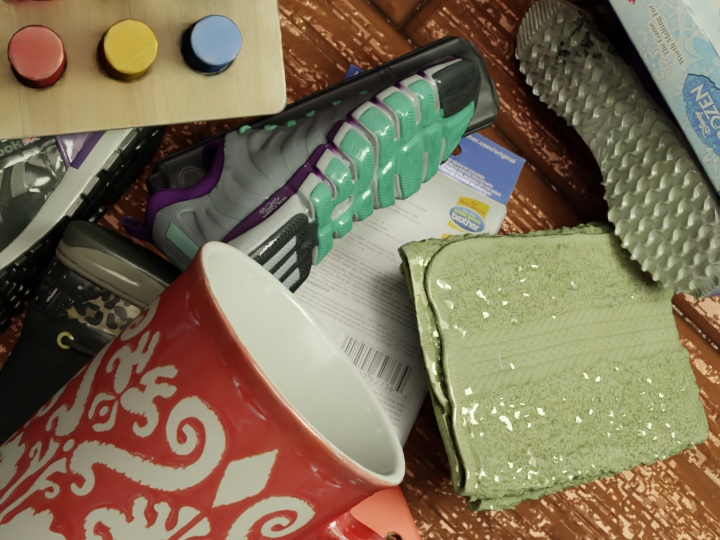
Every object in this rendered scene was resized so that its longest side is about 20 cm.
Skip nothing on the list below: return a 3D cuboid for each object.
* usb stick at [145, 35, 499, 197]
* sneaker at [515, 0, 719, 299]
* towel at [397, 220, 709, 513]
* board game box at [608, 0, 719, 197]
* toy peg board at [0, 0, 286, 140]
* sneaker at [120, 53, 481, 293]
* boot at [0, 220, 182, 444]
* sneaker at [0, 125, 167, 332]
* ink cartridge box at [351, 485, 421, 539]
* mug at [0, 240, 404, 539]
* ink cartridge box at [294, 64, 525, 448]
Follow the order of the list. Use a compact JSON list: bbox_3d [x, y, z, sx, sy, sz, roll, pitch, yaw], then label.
[{"bbox_3d":[-0.017,-0.069,0.898,0.200,0.033,0.055,-25,92,-18],"label":"usb stick"},{"bbox_3d":[0.177,-0.078,0.958,0.099,0.070,0.200,-8,61,-39],"label":"sneaker"},{"bbox_3d":[0.110,0.046,0.913,0.200,0.036,0.148,-6,79,-41],"label":"towel"},{"bbox_3d":[0.216,-0.127,0.955,0.200,0.043,0.199,-24,85,-58],"label":"board game box"},{"bbox_3d":[-0.138,-0.166,0.798,0.199,0.098,0.200,-6,95,-9],"label":"toy peg board"},{"bbox_3d":[-0.025,-0.063,0.844,0.088,0.074,0.200,34,55,24],"label":"sneaker"},{"bbox_3d":[-0.097,0.089,0.838,0.204,0.073,0.154,35,95,-4],"label":"boot"},{"bbox_3d":[-0.193,-0.032,0.865,0.088,0.076,0.200,36,64,6],"label":"sneaker"},{"bbox_3d":[-0.044,0.188,0.860,0.200,0.050,0.109,-21,84,-19],"label":"ink cartridge box"},{"bbox_3d":[-0.088,0.115,0.731,0.200,0.133,0.178,-39,59,11],"label":"mug"},{"bbox_3d":[0.000,0.000,0.921,0.119,0.042,0.200,27,74,-7],"label":"ink cartridge box"}]
